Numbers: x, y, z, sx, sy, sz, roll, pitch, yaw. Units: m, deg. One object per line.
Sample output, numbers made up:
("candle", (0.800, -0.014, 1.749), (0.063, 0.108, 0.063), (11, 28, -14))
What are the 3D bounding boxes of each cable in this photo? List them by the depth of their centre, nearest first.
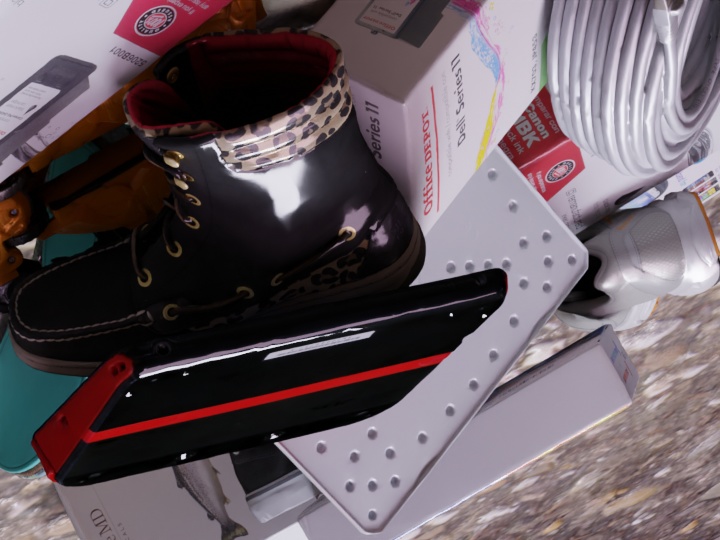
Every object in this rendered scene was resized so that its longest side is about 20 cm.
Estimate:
("cable", (0.158, -0.146, 1.400), (0.200, 0.069, 0.200), (-54, 157, -43))

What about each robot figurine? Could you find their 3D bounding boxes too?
("robot figurine", (-0.128, -0.063, 1.303), (0.200, 0.058, 0.145), (-28, 131, -7))

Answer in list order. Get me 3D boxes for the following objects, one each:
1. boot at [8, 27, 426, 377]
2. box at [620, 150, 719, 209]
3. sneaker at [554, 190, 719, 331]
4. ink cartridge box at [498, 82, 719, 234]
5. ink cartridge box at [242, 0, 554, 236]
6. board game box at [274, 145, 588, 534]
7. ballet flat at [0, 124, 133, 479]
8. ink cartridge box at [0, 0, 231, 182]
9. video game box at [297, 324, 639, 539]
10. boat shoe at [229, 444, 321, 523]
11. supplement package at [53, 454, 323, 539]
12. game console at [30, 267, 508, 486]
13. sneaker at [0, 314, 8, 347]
("boot", (-0.079, -0.030, 1.237), (0.199, 0.073, 0.151), (-11, 142, 5))
("box", (0.166, -0.050, 1.779), (0.200, 0.042, 0.119), (-35, 158, 3))
("sneaker", (0.141, -0.001, 1.676), (0.092, 0.076, 0.200), (-12, 171, -18))
("ink cartridge box", (0.157, -0.110, 1.571), (0.200, 0.084, 0.144), (-31, 159, -1))
("ink cartridge box", (0.028, -0.094, 1.326), (0.200, 0.067, 0.117), (-51, 155, -28))
("board game box", (0.000, 0.000, 1.426), (0.200, 0.200, 0.026), (-51, -155, -17))
("ballet flat", (-0.139, 0.016, 1.412), (0.074, 0.074, 0.201), (-7, 125, -45))
("ink cartridge box", (-0.175, -0.103, 1.155), (0.200, 0.084, 0.145), (-38, 158, 14))
("video game box", (0.068, 0.102, 1.606), (0.200, 0.047, 0.182), (-31, -179, 8))
("boat shoe", (-0.005, 0.086, 1.601), (0.200, 0.057, 0.069), (-32, 178, 35))
("supplement package", (-0.083, 0.146, 1.770), (0.200, 0.117, 0.117), (-28, 159, -9))
("game console", (-0.046, 0.048, 1.293), (0.199, 0.031, 0.177), (-12, 162, -25))
("sneaker", (-0.227, 0.027, 1.406), (0.089, 0.075, 0.200), (-47, 162, 14))
